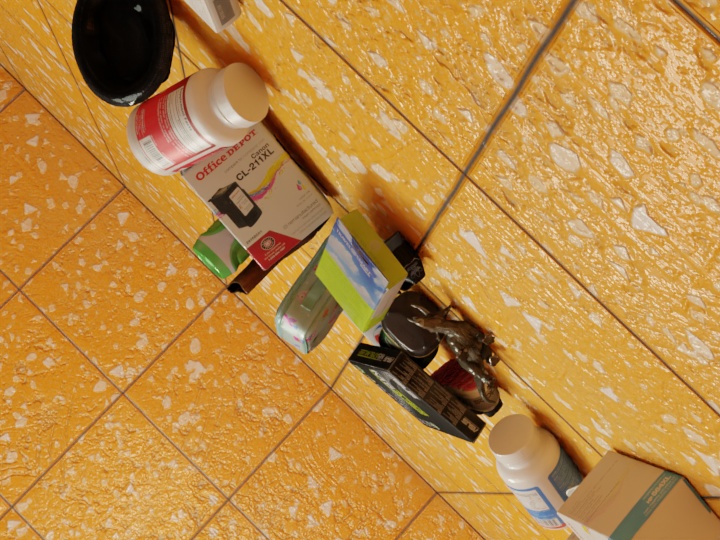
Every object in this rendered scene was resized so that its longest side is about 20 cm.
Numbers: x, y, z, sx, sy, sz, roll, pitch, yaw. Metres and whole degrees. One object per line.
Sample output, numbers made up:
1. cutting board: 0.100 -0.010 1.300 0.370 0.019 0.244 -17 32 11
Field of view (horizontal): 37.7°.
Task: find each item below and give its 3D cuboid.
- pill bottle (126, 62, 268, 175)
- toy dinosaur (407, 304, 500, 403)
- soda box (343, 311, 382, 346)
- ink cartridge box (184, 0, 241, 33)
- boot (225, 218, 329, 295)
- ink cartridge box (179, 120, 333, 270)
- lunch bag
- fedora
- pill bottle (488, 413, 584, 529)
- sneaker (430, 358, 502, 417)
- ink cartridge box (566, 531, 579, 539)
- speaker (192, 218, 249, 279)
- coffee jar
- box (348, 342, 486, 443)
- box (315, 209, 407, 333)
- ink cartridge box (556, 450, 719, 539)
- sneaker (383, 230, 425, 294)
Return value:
1. pill bottle: -0.226 -0.214 1.478 0.199 0.113 0.112 -19 123 37
2. toy dinosaur: 0.166 0.119 1.600 0.200 0.077 0.102 46 -179 -32
3. soda box: 0.026 0.083 1.875 0.200 0.064 0.068 46 -169 -8
4. ink cartridge box: -0.229 -0.394 1.241 0.200 0.050 0.162 49 171 21
5. boot: -0.147 -0.028 1.796 0.069 0.200 0.188 47 168 -17
6. ink cartridge box: -0.160 -0.126 1.605 0.200 0.145 0.083 49 -176 -24
7. lunch bag: -0.062 0.029 1.726 0.077 0.201 0.161 30 166 10
8. fedora: -0.325 -0.337 1.529 0.200 0.202 0.091 40 -159 18
9. pill bottle: 0.292 0.329 1.742 0.112 0.112 0.201 27 158 55
10. sneaker: 0.179 0.209 1.809 0.088 0.074 0.199 54 162 -14
11. ink cartridge box: 0.482 0.539 1.880 0.199 0.083 0.146 28 159 53
12. speaker: -0.180 -0.082 1.724 0.088 0.200 0.089 41 168 11
13. coffee jar: 0.084 0.102 1.735 0.104 0.085 0.200 41 169 9
14. box: 0.091 0.202 1.767 0.200 0.048 0.193 41 169 -17
15. box: 0.000 0.000 1.508 0.122 0.047 0.200 51 157 12
16. ink cartridge box: 0.383 0.348 1.463 0.129 0.125 0.200 48 168 -16
17. sneaker: 0.041 0.001 1.576 0.078 0.070 0.200 52 167 -1
